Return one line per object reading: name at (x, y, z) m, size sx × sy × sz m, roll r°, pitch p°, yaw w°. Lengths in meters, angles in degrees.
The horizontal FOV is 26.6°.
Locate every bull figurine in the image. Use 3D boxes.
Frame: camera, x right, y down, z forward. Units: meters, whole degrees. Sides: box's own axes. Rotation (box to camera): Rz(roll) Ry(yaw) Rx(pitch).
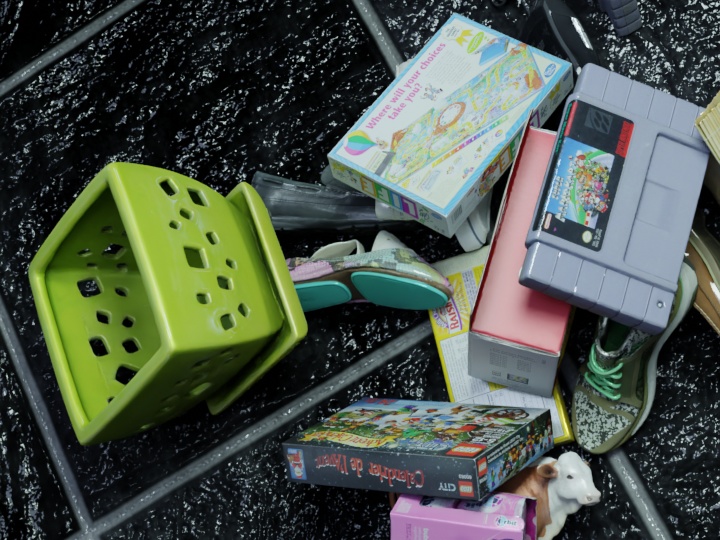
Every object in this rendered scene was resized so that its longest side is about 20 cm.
bull figurine at (0.120, 0.220, 1.356) m, size 0.199 × 0.065 × 0.122 m, roll -1°, pitch 85°, yaw 25°

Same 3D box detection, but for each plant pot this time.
plant pot at (-0.174, 0.030, 1.431) m, size 0.200 × 0.181 × 0.200 m, roll -43°, pitch 59°, yaw 44°

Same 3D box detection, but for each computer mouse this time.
computer mouse at (0.195, -0.240, 1.432) m, size 0.046 × 0.141 × 0.201 m, roll -11°, pitch 62°, yaw -24°

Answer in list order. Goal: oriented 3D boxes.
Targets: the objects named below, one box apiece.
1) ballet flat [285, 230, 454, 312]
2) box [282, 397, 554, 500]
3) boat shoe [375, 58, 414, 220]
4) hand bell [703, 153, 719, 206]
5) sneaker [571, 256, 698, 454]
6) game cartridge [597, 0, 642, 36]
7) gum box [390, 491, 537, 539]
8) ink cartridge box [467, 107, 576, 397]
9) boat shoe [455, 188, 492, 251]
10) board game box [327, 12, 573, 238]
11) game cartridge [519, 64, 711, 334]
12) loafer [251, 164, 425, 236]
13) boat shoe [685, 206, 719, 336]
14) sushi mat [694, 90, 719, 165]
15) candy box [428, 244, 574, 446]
ballet flat at (0.000, 0.000, 1.455) m, size 0.199 × 0.069 × 0.071 m, roll -5°, pitch 53°, yaw 30°
box at (0.051, 0.153, 1.339) m, size 0.199 × 0.136 × 0.038 m, roll 0°, pitch 103°, yaw 35°
boat shoe at (0.034, -0.128, 1.447) m, size 0.069 × 0.071 × 0.201 m, roll -6°, pitch 46°, yaw 6°
hand bell at (0.360, -0.021, 1.338) m, size 0.104 × 0.104 × 0.201 m, roll -20°, pitch 81°, yaw 14°
sneaker at (0.219, 0.073, 1.328) m, size 0.077 × 0.088 × 0.201 m, roll 30°, pitch 114°, yaw 32°
game cartridge at (0.208, -0.332, 1.441) m, size 0.038 × 0.130 × 0.201 m, roll -26°, pitch 68°, yaw 12°
gum box at (0.088, 0.278, 1.299) m, size 0.113 × 0.066 × 0.201 m, roll 5°, pitch 111°, yaw 16°
ink cartridge box at (0.157, -0.013, 1.327) m, size 0.083 × 0.176 × 0.201 m, roll 14°, pitch 72°, yaw 9°
boat shoe at (0.110, -0.119, 1.449) m, size 0.065 × 0.074 × 0.201 m, roll -12°, pitch 72°, yaw 19°
board game box at (0.084, -0.136, 1.383) m, size 0.134 × 0.034 × 0.200 m, roll 29°, pitch 66°, yaw 27°
game cartridge at (0.214, -0.062, 1.259) m, size 0.129 × 0.038 × 0.201 m, roll 21°, pitch 71°, yaw -10°
loafer at (-0.022, -0.070, 1.486) m, size 0.200 × 0.068 × 0.071 m, roll 1°, pitch 84°, yaw 23°
boat shoe at (0.295, 0.003, 1.359) m, size 0.068 × 0.072 × 0.201 m, roll -37°, pitch 66°, yaw 23°
sushi mat at (0.358, -0.075, 1.296) m, size 0.096 × 0.200 × 0.012 m, roll -46°, pitch 20°, yaw -30°
candy box at (0.125, 0.077, 1.417) m, size 0.102 × 0.026 × 0.201 m, roll -19°, pitch 70°, yaw 17°
